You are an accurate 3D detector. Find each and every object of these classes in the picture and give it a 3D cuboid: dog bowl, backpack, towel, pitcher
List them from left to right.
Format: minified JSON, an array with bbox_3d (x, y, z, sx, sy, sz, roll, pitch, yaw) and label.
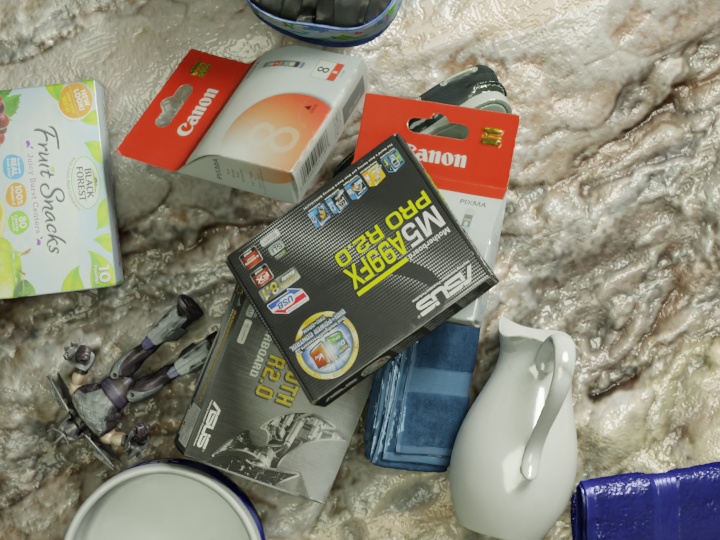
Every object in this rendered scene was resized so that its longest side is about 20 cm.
[{"bbox_3d":[-0.190,0.287,1.429,0.197,0.079,0.203,0,90,0],"label":"dog bowl"},{"bbox_3d":[-0.029,-0.318,1.391,0.180,0.147,0.203,11,87,0],"label":"backpack"},{"bbox_3d":[0.067,0.093,1.419,0.111,0.048,0.203,11,89,-37],"label":"towel"},{"bbox_3d":[0.155,0.153,1.377,0.119,0.172,0.203,13,89,-3],"label":"pitcher"},{"bbox_3d":[0.299,0.261,1.420,0.197,0.050,0.150,-6,99,-14],"label":"towel"}]

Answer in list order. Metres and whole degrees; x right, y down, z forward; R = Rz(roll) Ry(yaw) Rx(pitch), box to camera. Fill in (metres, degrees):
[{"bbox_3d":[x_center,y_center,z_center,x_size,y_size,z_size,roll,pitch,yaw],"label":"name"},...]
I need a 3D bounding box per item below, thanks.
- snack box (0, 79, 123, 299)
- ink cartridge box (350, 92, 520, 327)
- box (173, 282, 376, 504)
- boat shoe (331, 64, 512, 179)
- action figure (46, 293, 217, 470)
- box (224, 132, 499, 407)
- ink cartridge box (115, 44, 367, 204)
[{"bbox_3d":[-0.315,-0.078,1.444,0.140,0.053,0.203,-7,90,0],"label":"snack box"},{"bbox_3d":[0.053,-0.061,1.356,0.158,0.047,0.203,10,86,17],"label":"ink cartridge box"},{"bbox_3d":[-0.071,0.105,1.415,0.157,0.048,0.202,23,90,-21],"label":"box"},{"bbox_3d":[0.055,-0.130,1.435,0.198,0.076,0.061,-26,51,10],"label":"boat shoe"},{"bbox_3d":[-0.229,0.109,1.436,0.199,0.069,0.131,-38,94,4],"label":"action figure"},{"bbox_3d":[0.000,0.000,1.315,0.199,0.044,0.161,-35,73,7],"label":"box"},{"bbox_3d":[-0.113,-0.155,1.376,0.198,0.050,0.163,17,53,17],"label":"ink cartridge box"}]
